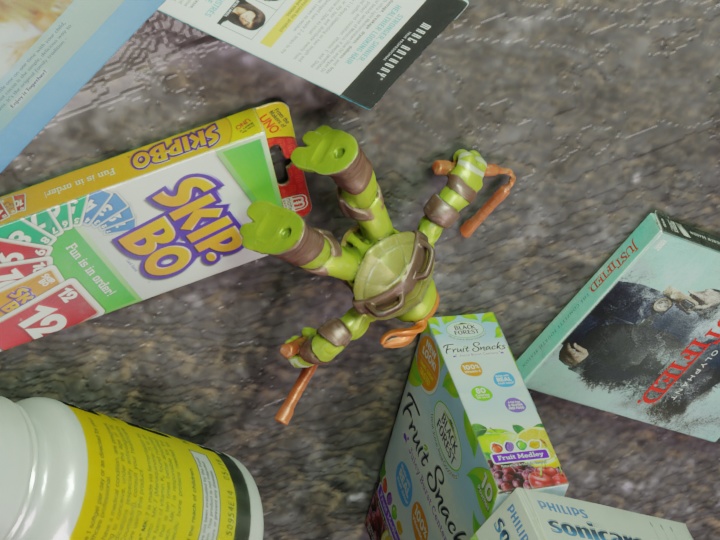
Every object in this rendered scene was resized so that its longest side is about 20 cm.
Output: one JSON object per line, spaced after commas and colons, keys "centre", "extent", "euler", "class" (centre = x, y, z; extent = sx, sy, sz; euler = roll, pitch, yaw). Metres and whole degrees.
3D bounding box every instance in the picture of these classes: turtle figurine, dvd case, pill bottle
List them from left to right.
{"centre": [-0.163, 0.139, 1.414], "extent": [0.200, 0.115, 0.114], "euler": [22, 121, -41], "class": "pill bottle"}
{"centre": [0.000, 0.000, 1.362], "extent": [0.200, 0.064, 0.161], "euler": [-45, 140, 4], "class": "turtle figurine"}
{"centre": [0.213, 0.042, 1.571], "extent": [0.199, 0.022, 0.146], "euler": [17, 124, -40], "class": "dvd case"}

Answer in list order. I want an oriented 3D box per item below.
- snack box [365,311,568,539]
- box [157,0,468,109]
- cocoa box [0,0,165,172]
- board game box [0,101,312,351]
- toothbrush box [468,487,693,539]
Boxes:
{"centre": [0.062, 0.146, 1.513], "extent": [0.053, 0.143, 0.201], "euler": [-5, 137, -20], "class": "snack box"}
{"centre": [-0.046, -0.154, 1.208], "extent": [0.200, 0.049, 0.082], "euler": [22, 122, -41], "class": "box"}
{"centre": [-0.176, -0.153, 1.077], "extent": [0.200, 0.132, 0.133], "euler": [-43, 139, 20], "class": "cocoa box"}
{"centre": [-0.123, -0.024, 1.330], "extent": [0.199, 0.030, 0.096], "euler": [-22, 140, -8], "class": "board game box"}
{"centre": [0.101, 0.233, 1.449], "extent": [0.145, 0.086, 0.200], "euler": [16, 124, -38], "class": "toothbrush box"}
